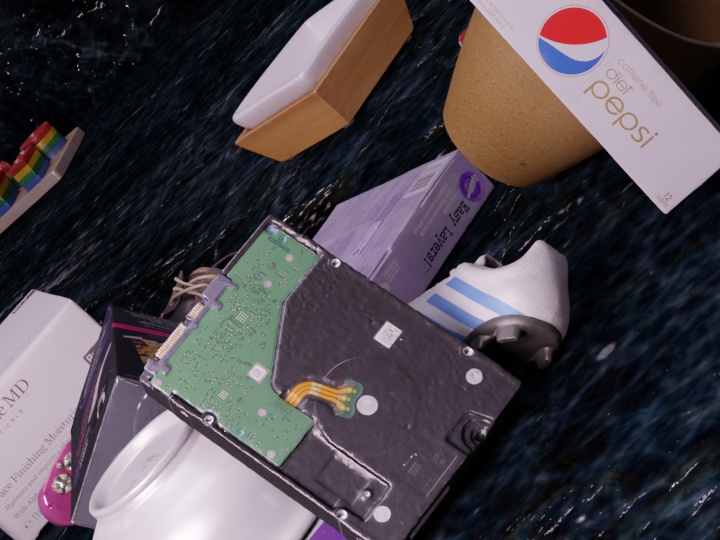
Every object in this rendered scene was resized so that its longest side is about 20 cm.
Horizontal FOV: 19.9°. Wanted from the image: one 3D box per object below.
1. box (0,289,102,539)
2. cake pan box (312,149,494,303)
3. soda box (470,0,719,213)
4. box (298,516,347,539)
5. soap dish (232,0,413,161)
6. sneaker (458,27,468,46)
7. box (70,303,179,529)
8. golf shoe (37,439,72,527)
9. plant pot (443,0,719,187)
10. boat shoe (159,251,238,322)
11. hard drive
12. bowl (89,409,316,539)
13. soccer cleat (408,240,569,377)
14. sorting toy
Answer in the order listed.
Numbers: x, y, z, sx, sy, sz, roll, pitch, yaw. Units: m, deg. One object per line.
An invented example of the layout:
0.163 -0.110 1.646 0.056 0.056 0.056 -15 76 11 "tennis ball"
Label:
-0.315 0.136 1.956 0.199 0.131 0.200 -49 16 -11 "box"
0.000 0.000 1.648 0.184 0.052 0.200 -21 29 52 "cake pan box"
0.152 -0.134 1.318 0.064 0.200 0.068 -41 16 13 "soda box"
-0.045 0.178 1.332 0.200 0.039 0.137 -50 17 -14 "box"
-0.037 -0.214 2.220 0.157 0.081 0.200 -27 25 49 "soap dish"
0.155 -0.225 1.781 0.112 0.071 0.200 -24 28 44 "sneaker"
-0.158 0.118 1.579 0.200 0.106 0.123 -117 44 -73 "box"
-0.209 0.153 1.776 0.200 0.075 0.091 -46 5 -33 "golf shoe"
0.149 -0.161 1.481 0.200 0.186 0.187 -50 10 36 "plant pot"
-0.140 0.033 1.763 0.074 0.074 0.200 -3 15 21 "boat shoe"
-0.019 0.073 1.271 0.140 0.200 0.038 -52 -17 -18 "hard drive"
-0.112 0.150 1.337 0.201 0.090 0.201 -42 15 14 "bowl"
0.060 0.039 1.351 0.200 0.070 0.087 -20 45 40 "soccer cleat"
-0.574 -0.158 3.459 0.200 0.070 0.199 -40 17 21 "sorting toy"
